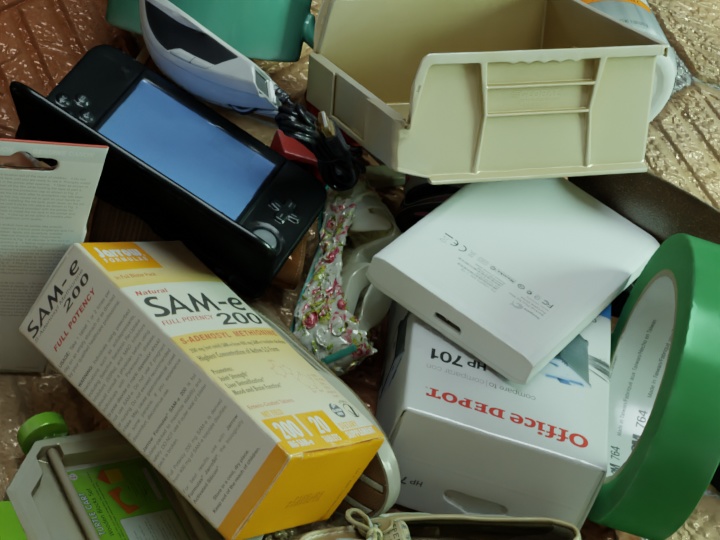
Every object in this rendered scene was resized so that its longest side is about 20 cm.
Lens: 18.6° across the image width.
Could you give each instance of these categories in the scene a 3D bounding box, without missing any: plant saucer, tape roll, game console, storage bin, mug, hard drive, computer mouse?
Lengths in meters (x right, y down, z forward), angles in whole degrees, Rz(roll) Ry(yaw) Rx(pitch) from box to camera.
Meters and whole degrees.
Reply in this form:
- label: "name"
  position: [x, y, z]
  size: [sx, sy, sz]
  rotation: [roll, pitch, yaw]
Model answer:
- label: "plant saucer"
  position: [0.232, -0.023, 1.637]
  size: [0.200, 0.200, 0.037]
  rotation: [30, 84, 8]
- label: "tape roll"
  position: [0.203, 0.077, 1.460]
  size: [0.048, 0.201, 0.201]
  rotation: [17, 40, -7]
- label: "game console"
  position: [-0.120, -0.083, 1.456]
  size: [0.199, 0.117, 0.176]
  rotation: [33, 46, 1]
- label: "storage bin"
  position: [0.084, -0.138, 1.576]
  size: [0.197, 0.094, 0.200]
  rotation: [-4, 21, -20]
- label: "mug"
  position: [-0.096, -0.229, 1.676]
  size: [0.184, 0.115, 0.152]
  rotation: [6, 11, -32]
- label: "hard drive"
  position: [0.109, -0.007, 1.514]
  size: [0.132, 0.026, 0.200]
  rotation: [34, 38, 15]
- label: "computer mouse"
  position: [-0.088, -0.127, 1.546]
  size: [0.200, 0.044, 0.110]
  rotation: [36, -1, 22]

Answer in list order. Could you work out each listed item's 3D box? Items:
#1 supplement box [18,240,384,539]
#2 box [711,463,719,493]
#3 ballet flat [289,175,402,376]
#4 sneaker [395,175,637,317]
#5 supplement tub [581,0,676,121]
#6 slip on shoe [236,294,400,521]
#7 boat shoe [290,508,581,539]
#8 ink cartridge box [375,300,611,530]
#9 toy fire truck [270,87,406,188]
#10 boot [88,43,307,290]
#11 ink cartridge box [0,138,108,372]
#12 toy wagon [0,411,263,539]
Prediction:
- label: "supplement box"
  position: [-0.097, 0.070, 1.363]
  size: [0.200, 0.074, 0.126]
  rotation: [42, 19, 20]
- label: "box"
  position: [0.289, 0.122, 1.580]
  size: [0.110, 0.035, 0.200]
  rotation: [-18, 55, -38]
- label: "ballet flat"
  position: [0.000, 0.000, 1.544]
  size: [0.076, 0.064, 0.201]
  rotation: [54, 33, -35]
- label: "sneaker"
  position: [0.112, -0.004, 1.620]
  size: [0.199, 0.081, 0.087]
  rotation: [22, 56, 6]
- label: "supplement tub"
  position: [0.176, -0.211, 1.824]
  size: [0.122, 0.123, 0.201]
  rotation: [2, 44, -23]
- label: "slip on shoe"
  position: [-0.042, 0.084, 1.445]
  size: [0.200, 0.076, 0.060]
  rotation: [38, 26, 23]
- label: "boat shoe"
  position: [0.041, 0.179, 1.379]
  size: [0.199, 0.063, 0.074]
  rotation: [1, 45, -24]
- label: "ink cartridge box"
  position: [0.091, 0.076, 1.499]
  size: [0.145, 0.086, 0.201]
  rotation: [17, 37, -7]
- label: "toy fire truck"
  position: [0.016, -0.105, 1.689]
  size: [0.199, 0.049, 0.142]
  rotation: [6, 43, -21]
- label: "boot"
  position: [-0.108, -0.071, 1.580]
  size: [0.154, 0.074, 0.201]
  rotation: [14, 51, -11]
- label: "ink cartridge box"
  position: [-0.231, -0.021, 1.361]
  size: [0.108, 0.201, 0.051]
  rotation: [3, 44, -22]
- label: "toy wagon"
  position: [-0.158, 0.152, 1.333]
  size: [0.199, 0.040, 0.156]
  rotation: [-8, 49, -31]
